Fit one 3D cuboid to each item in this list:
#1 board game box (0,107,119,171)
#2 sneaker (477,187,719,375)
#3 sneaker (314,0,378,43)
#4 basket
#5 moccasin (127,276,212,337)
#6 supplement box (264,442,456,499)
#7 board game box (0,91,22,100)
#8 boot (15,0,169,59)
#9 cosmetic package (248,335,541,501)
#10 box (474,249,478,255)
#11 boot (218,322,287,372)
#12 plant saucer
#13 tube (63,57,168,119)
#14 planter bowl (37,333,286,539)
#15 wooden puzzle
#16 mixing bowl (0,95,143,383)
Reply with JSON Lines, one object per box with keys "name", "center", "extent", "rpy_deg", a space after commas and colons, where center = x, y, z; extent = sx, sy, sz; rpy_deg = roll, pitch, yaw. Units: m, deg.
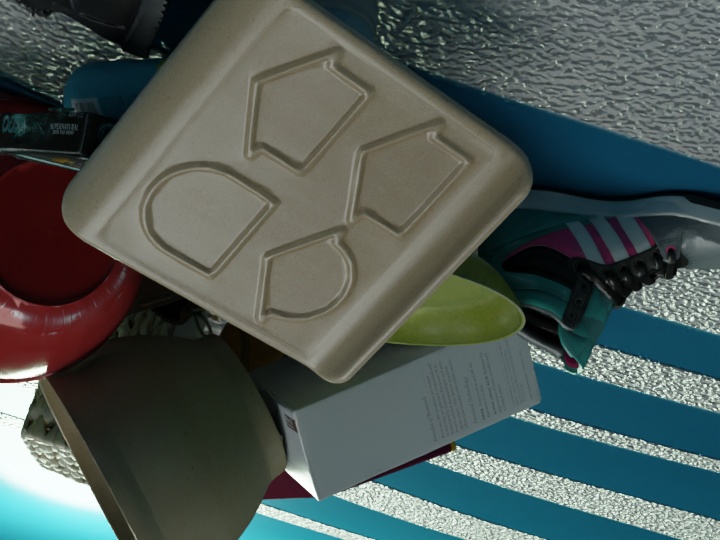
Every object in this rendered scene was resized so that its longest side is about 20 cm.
{"name": "board game box", "center": [-0.109, -0.063, 0.907], "extent": [0.199, 0.028, 0.135], "rpy_deg": [13, 177, -35]}
{"name": "sneaker", "center": [0.170, 0.011, 0.995], "extent": [0.199, 0.121, 0.084], "rpy_deg": [4, 157, 18]}
{"name": "sneaker", "center": [-0.031, -0.093, 0.897], "extent": [0.073, 0.082, 0.200], "rpy_deg": [11, 158, 4]}
{"name": "basket", "center": [-0.203, 0.093, 1.289], "extent": [0.123, 0.201, 0.136], "rpy_deg": [17, 158, 5]}
{"name": "moccasin", "center": [-0.147, 0.012, 1.146], "extent": [0.073, 0.078, 0.201], "rpy_deg": [11, -169, 36]}
{"name": "supplement box", "center": [-0.015, 0.146, 1.346], "extent": [0.110, 0.086, 0.199], "rpy_deg": [-8, -179, 39]}
{"name": "board game box", "center": [-0.254, -0.097, 1.086], "extent": [0.199, 0.020, 0.103], "rpy_deg": [21, 155, -22]}
{"name": "boot", "center": [-0.192, -0.191, 0.781], "extent": [0.199, 0.066, 0.165], "rpy_deg": [21, 155, -11]}
{"name": "cosmetic package", "center": [0.025, 0.091, 1.139], "extent": [0.199, 0.082, 0.113], "rpy_deg": [-22, -161, -16]}
{"name": "box", "center": [0.000, 0.000, 1.111], "extent": [0.199, 0.078, 0.095], "rpy_deg": [-4, 152, 34]}
{"name": "boot", "center": [-0.109, 0.114, 1.255], "extent": [0.201, 0.144, 0.071], "rpy_deg": [-42, 126, 11]}
{"name": "plant saucer", "center": [0.010, 0.008, 0.961], "extent": [0.199, 0.031, 0.200], "rpy_deg": [7, 163, 2]}
{"name": "tube", "center": [-0.116, -0.104, 0.889], "extent": [0.077, 0.051, 0.200], "rpy_deg": [28, 169, -35]}
{"name": "planter bowl", "center": [-0.140, 0.130, 1.108], "extent": [0.134, 0.201, 0.200], "rpy_deg": [-28, 166, -17]}
{"name": "wooden puzzle", "center": [-0.035, -0.050, 0.813], "extent": [0.200, 0.046, 0.185], "rpy_deg": [33, 114, -23]}
{"name": "mixing bowl", "center": [-0.220, -0.023, 0.981], "extent": [0.199, 0.201, 0.108], "rpy_deg": [23, 168, -26]}
